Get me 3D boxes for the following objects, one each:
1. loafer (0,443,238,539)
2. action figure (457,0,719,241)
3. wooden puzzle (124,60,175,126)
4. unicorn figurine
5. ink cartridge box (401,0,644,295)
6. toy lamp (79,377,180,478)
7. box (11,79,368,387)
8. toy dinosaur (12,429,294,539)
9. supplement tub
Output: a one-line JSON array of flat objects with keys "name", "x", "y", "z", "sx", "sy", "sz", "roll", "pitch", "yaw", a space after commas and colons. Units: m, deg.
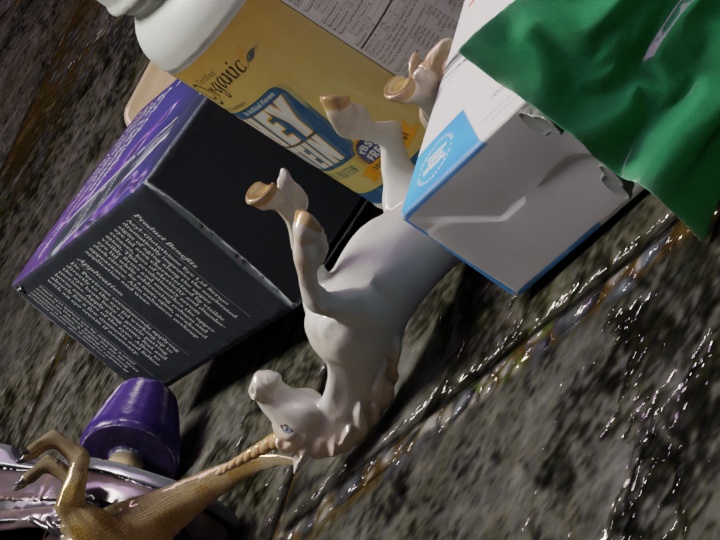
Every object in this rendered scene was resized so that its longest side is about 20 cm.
[{"name": "loafer", "x": -0.148, "y": 0.130, "z": 1.484, "sx": 0.200, "sy": 0.072, "sz": 0.063, "roll": 7, "pitch": 65, "yaw": 37}, {"name": "action figure", "x": 0.143, "y": -0.123, "z": 1.148, "sx": 0.200, "sy": 0.118, "sz": 0.055, "roll": -51, "pitch": 2, "yaw": -8}, {"name": "wooden puzzle", "x": -0.069, "y": -0.179, "z": 1.994, "sx": 0.200, "sy": 0.046, "sz": 0.185, "roll": -16, "pitch": 44, "yaw": 61}, {"name": "unicorn figurine", "x": 0.000, "y": 0.000, "z": 1.328, "sx": 0.200, "sy": 0.137, "sz": 0.074, "roll": -40, "pitch": 39, "yaw": -12}, {"name": "ink cartridge box", "x": 0.093, "y": -0.101, "z": 1.287, "sx": 0.116, "sy": 0.068, "sz": 0.200, "roll": -42, "pitch": 21, "yaw": 41}, {"name": "toy lamp", "x": -0.133, "y": 0.137, "z": 1.554, "sx": 0.058, "sy": 0.058, "sz": 0.200, "roll": -45, "pitch": 23, "yaw": 39}, {"name": "box", "x": -0.078, "y": -0.037, "z": 1.594, "sx": 0.148, "sy": 0.104, "sz": 0.200, "roll": -57, "pitch": 12, "yaw": -31}, {"name": "toy dinosaur", "x": -0.126, "y": 0.128, "z": 1.409, "sx": 0.200, "sy": 0.101, "sz": 0.058, "roll": -41, "pitch": -10, "yaw": 1}, {"name": "supplement tub", "x": -0.019, "y": -0.134, "z": 1.448, "sx": 0.145, "sy": 0.200, "sz": 0.145, "roll": -52, "pitch": 16, "yaw": 22}]
